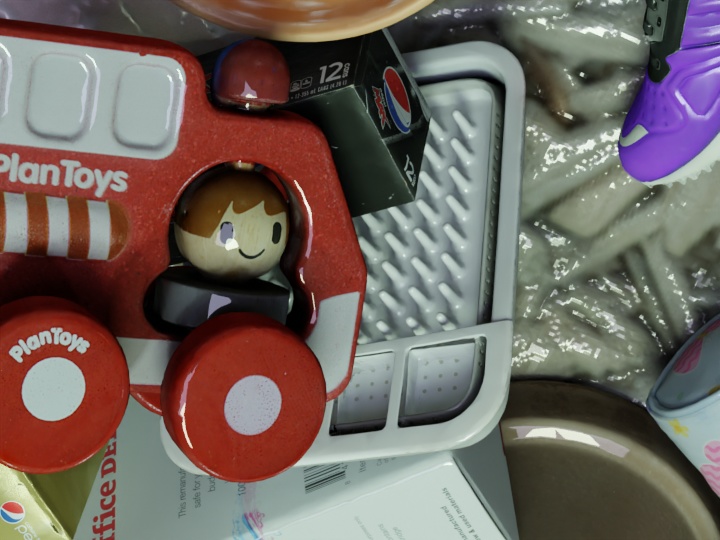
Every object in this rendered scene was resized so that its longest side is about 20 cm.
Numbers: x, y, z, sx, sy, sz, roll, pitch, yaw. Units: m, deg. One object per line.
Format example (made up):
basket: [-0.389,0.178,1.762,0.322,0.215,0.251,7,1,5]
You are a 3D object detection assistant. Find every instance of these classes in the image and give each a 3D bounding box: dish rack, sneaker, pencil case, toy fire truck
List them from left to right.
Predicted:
toy fire truck: [-0.089,-0.013,0.873,0.198,0.112,0.170,4,102,-22]
dish rack: [0.000,0.000,0.977,0.170,0.202,0.044,-9,150,26]
sneaker: [0.150,-0.127,0.947,0.099,0.070,0.201,23,129,-14]
pencil case: [0.229,0.107,1.055,0.090,0.083,0.200,-33,107,35]

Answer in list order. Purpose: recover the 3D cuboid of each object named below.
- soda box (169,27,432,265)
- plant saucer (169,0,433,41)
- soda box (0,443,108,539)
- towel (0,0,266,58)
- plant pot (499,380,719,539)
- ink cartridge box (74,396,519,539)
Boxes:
soda box: [-0.072,-0.051,0.969,0.198,0.064,0.071,-14,128,23]
plant saucer: [-0.029,-0.193,0.884,0.198,0.038,0.202,6,120,11]
soda box: [-0.157,0.063,1.008,0.067,0.200,0.064,-26,111,16]
towel: [-0.143,-0.141,0.985,0.190,0.032,0.201,-24,113,28]
plant pot: [0.088,0.180,1.053,0.198,0.175,0.202,2,113,4]
ink cartridge box: [-0.036,0.096,1.035,0.199,0.146,0.083,-23,130,14]
